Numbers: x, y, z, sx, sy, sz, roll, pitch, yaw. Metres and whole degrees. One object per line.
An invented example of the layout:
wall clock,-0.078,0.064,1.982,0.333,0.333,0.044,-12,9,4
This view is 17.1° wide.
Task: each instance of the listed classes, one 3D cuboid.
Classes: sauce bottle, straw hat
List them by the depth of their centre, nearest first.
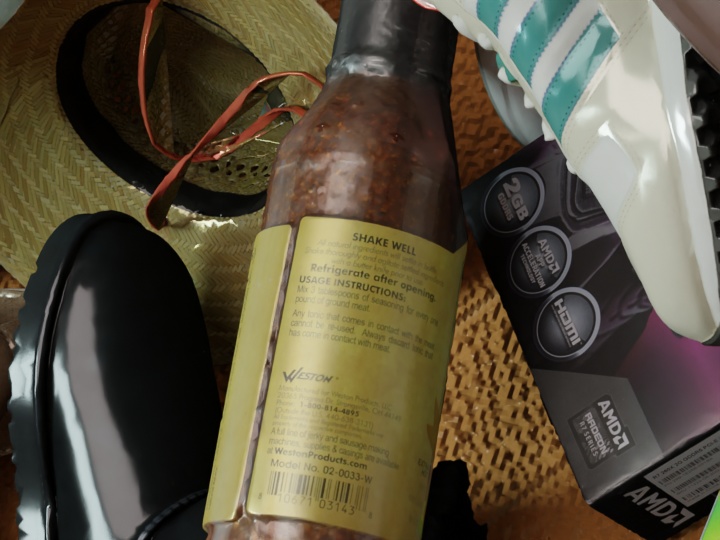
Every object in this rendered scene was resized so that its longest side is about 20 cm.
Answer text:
sauce bottle,0.000,0.000,0.706,0.066,0.066,0.200,1,72,35
straw hat,-0.054,-0.065,0.839,0.201,0.201,0.085,-4,30,34

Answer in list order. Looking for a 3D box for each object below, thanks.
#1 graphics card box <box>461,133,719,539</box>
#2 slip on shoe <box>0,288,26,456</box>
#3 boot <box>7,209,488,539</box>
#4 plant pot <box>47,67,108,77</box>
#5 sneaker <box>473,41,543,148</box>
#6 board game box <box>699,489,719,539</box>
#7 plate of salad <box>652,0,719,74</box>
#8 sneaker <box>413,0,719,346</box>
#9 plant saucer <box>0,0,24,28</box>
graphics card box,0.136,-0.022,0.715,0.200,0.051,0.126,-34,54,20
slip on shoe,-0.177,0.045,0.882,0.200,0.061,0.076,-5,90,38
boot,-0.035,0.078,0.768,0.162,0.073,0.199,-1,80,35
plant pot,-0.214,-0.103,0.913,0.196,0.196,0.200,3,82,36
sneaker,0.083,-0.119,0.735,0.080,0.200,0.070,16,34,17
board game box,0.140,0.119,0.614,0.103,0.105,0.200,17,81,38
plate of salad,0.102,-0.120,0.629,0.048,0.200,0.200,-27,55,42
sneaker,0.063,-0.073,0.683,0.093,0.070,0.200,-13,93,36
plant saucer,-0.185,-0.151,0.772,0.201,0.039,0.201,0,90,18
